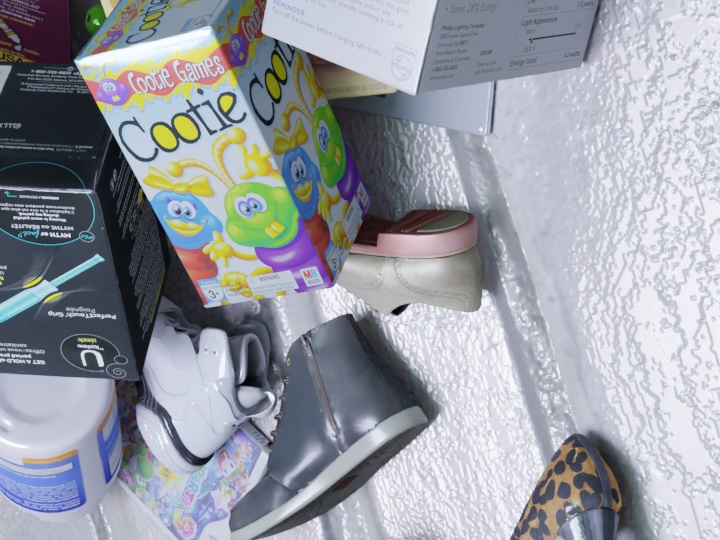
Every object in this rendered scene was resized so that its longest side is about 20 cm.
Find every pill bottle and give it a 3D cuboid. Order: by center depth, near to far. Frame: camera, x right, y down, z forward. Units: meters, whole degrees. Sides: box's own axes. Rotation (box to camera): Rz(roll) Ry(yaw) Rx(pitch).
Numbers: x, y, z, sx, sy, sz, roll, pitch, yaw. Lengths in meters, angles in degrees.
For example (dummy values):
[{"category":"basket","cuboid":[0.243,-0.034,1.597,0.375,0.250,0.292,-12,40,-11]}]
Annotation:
[{"category":"pill bottle","cuboid":[-0.249,0.131,1.241,0.112,0.112,0.200,49,158,19]}]

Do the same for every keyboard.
[{"category":"keyboard","cuboid":[0.011,-0.139,1.099,0.199,0.011,0.057,15,115,36]}]

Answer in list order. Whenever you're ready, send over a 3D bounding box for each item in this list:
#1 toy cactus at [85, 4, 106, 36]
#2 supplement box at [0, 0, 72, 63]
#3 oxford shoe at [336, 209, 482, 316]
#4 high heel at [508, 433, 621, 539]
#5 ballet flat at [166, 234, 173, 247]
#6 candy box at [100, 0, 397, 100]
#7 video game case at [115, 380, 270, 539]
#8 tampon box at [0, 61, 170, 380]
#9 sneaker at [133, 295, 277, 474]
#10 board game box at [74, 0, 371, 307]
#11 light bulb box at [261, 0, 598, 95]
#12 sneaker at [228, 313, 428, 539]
[{"category":"toy cactus","cuboid":[-0.137,-0.151,1.178,0.165,0.102,0.200,33,119,7]},{"category":"supplement box","cuboid":[-0.300,-0.174,1.224,0.131,0.103,0.201,-54,33,34]},{"category":"oxford shoe","cuboid":[0.000,0.000,1.102,0.199,0.071,0.074,2,112,42]},{"category":"high heel","cuboid":[0.110,0.196,1.080,0.200,0.071,0.143,-22,63,52]},{"category":"ballet flat","cuboid":[-0.214,-0.064,1.264,0.199,0.068,0.067,24,137,34]},{"category":"candy box","cuboid":[-0.073,-0.175,1.057,0.199,0.055,0.116,-3,122,23]},{"category":"video game case","cuboid":[-0.163,0.143,1.299,0.200,0.018,0.144,41,122,24]},{"category":"tampon box","cuboid":[-0.230,-0.033,1.105,0.149,0.127,0.201,3,138,5]},{"category":"sneaker","cuboid":[-0.142,0.050,1.220,0.115,0.075,0.201,-32,78,25]},{"category":"board game box","cuboid":[-0.084,-0.090,1.019,0.103,0.105,0.201,-9,125,25]},{"category":"light bulb box","cuboid":[0.062,-0.225,0.913,0.124,0.198,0.201,26,115,30]},{"category":"sneaker","cuboid":[-0.043,0.123,1.170,0.200,0.075,0.107,-41,70,28]}]
